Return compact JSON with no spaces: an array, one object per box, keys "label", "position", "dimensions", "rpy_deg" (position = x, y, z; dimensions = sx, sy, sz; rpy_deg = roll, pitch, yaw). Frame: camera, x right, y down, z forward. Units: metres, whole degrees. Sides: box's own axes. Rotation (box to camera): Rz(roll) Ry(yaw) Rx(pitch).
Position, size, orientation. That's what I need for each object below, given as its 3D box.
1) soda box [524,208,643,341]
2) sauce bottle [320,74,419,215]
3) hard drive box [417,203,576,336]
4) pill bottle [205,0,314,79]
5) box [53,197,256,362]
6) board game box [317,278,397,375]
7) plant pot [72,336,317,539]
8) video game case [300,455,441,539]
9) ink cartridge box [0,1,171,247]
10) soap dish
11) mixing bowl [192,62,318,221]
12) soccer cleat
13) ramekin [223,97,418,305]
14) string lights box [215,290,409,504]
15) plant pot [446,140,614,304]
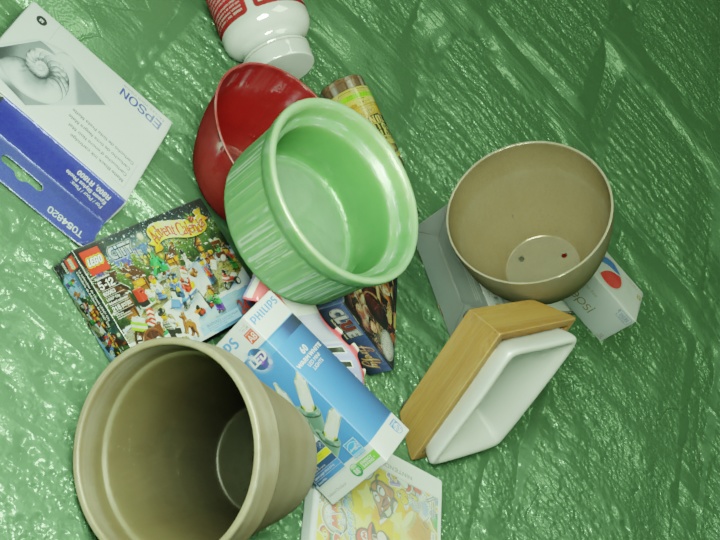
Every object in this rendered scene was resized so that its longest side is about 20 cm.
[{"label":"soda box","position":[0.283,-0.007,1.745],"dimensions":[0.200,0.063,0.068],"rpy_deg":[47,38,-13]},{"label":"sauce bottle","position":[0.016,-0.149,1.681],"dimensions":[0.064,0.065,0.201],"rpy_deg":[-14,74,-51]},{"label":"hard drive box","position":[0.178,0.001,1.738],"dimensions":[0.199,0.077,0.157],"rpy_deg":[2,63,-47]},{"label":"pill bottle","position":[-0.128,-0.326,1.611],"dimensions":[0.112,0.112,0.202],"rpy_deg":[-3,66,-48]},{"label":"box","position":[-0.198,0.017,1.343],"dimensions":[0.137,0.038,0.200],"rpy_deg":[58,37,1]},{"label":"board game box","position":[0.000,0.000,1.538],"dimensions":[0.136,0.034,0.202],"rpy_deg":[53,30,-44]},{"label":"plant pot","position":[-0.131,0.169,1.207],"dimensions":[0.173,0.199,0.202],"rpy_deg":[18,48,-61]},{"label":"video game case","position":[0.015,0.276,1.400],"dimensions":[0.181,0.023,0.202],"rpy_deg":[31,44,-29]},{"label":"ink cartridge box","position":[-0.304,-0.150,1.347],"dimensions":[0.199,0.040,0.201],"rpy_deg":[41,40,-19]},{"label":"soap dish","position":[0.143,0.123,1.525],"dimensions":[0.156,0.201,0.081],"rpy_deg":[-7,47,-48]},{"label":"mixing bowl","position":[-0.112,-0.118,1.479],"dimensions":[0.199,0.108,0.202],"rpy_deg":[27,47,-33]},{"label":"soccer cleat","position":[-0.060,0.073,1.414],"dimensions":[0.077,0.066,0.201],"rpy_deg":[-49,126,-33]},{"label":"ramekin","position":[-0.044,-0.064,1.350],"dimensions":[0.199,0.097,0.202],"rpy_deg":[24,53,-36]},{"label":"string lights box","position":[-0.059,0.129,1.341],"dimensions":[0.200,0.103,0.059],"rpy_deg":[44,40,-1]},{"label":"plant pot","position":[0.214,-0.036,1.613],"dimensions":[0.135,0.198,0.202],"rpy_deg":[64,19,-54]}]
